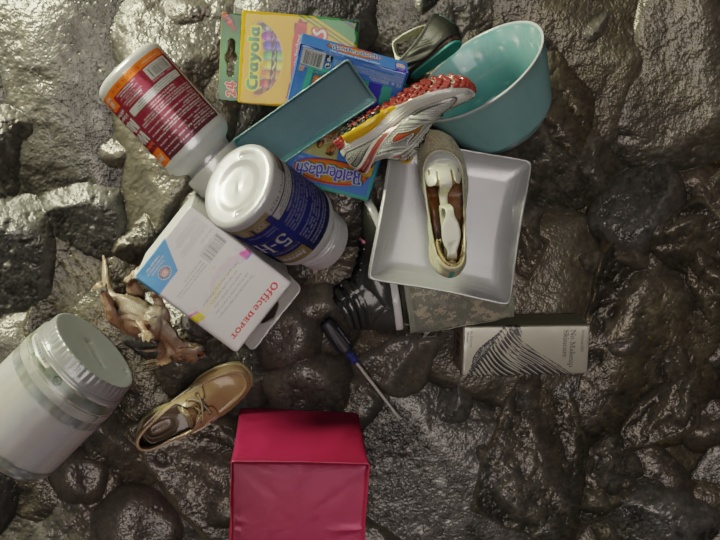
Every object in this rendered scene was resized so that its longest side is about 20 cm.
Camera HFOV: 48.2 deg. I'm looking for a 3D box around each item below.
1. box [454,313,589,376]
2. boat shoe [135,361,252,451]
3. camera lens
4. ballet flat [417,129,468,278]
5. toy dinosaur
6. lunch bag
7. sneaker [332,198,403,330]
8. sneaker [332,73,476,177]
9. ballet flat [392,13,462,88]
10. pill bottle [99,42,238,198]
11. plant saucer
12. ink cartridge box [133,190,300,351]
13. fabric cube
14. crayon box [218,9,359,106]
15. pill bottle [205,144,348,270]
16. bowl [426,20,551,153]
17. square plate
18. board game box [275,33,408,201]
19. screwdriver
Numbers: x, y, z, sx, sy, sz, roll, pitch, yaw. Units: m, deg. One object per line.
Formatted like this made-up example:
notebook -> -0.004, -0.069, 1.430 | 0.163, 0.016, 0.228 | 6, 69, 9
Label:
box -> 0.246, 0.114, 1.239 | 0.196, 0.068, 0.084 | -2, 101, -4
boat shoe -> -0.248, 0.211, 1.213 | 0.199, 0.065, 0.072 | -34, 101, 2
camera lens -> -0.444, 0.182, 1.141 | 0.200, 0.160, 0.160 | -44, 101, 4
ballet flat -> 0.115, -0.093, 1.059 | 0.066, 0.062, 0.204 | -7, 85, -1
toy dinosaur -> -0.327, 0.073, 1.179 | 0.199, 0.136, 0.086 | 37, 56, 12
lunch bag -> 0.133, -0.013, 1.182 | 0.161, 0.118, 0.204 | -9, 97, -2
sneaker -> 0.000, 0.000, 1.195 | 0.097, 0.071, 0.204 | -11, 101, -2
sneaker -> 0.064, -0.192, 1.057 | 0.198, 0.078, 0.083 | -25, 110, 23
ballet flat -> 0.055, -0.287, 1.150 | 0.199, 0.068, 0.069 | -39, 78, 16
pill bottle -> -0.254, -0.204, 1.115 | 0.109, 0.110, 0.200 | -41, 101, 3
plant saucer -> -0.076, -0.204, 1.084 | 0.198, 0.019, 0.070 | -31, 118, 19
ink cartridge box -> -0.196, 0.006, 1.145 | 0.199, 0.125, 0.129 | 40, 96, -16
fabric cube -> -0.093, 0.333, 1.181 | 0.192, 0.199, 0.204 | 3, 100, -7
crayon box -> -0.103, -0.295, 1.143 | 0.196, 0.051, 0.129 | 3, 100, -5
pill bottle -> -0.106, -0.076, 1.107 | 0.120, 0.120, 0.199 | -52, 141, 5
bowl -> 0.186, -0.239, 1.123 | 0.200, 0.201, 0.105 | -38, 121, 3
square plate -> 0.122, -0.068, 1.102 | 0.196, 0.028, 0.202 | 10, 85, 0
board game box -> -0.033, -0.208, 1.119 | 0.150, 0.045, 0.202 | 13, 122, -9
screwdriver -> 0.004, 0.155, 1.241 | 0.028, 0.029, 0.201 | -36, 96, 2
